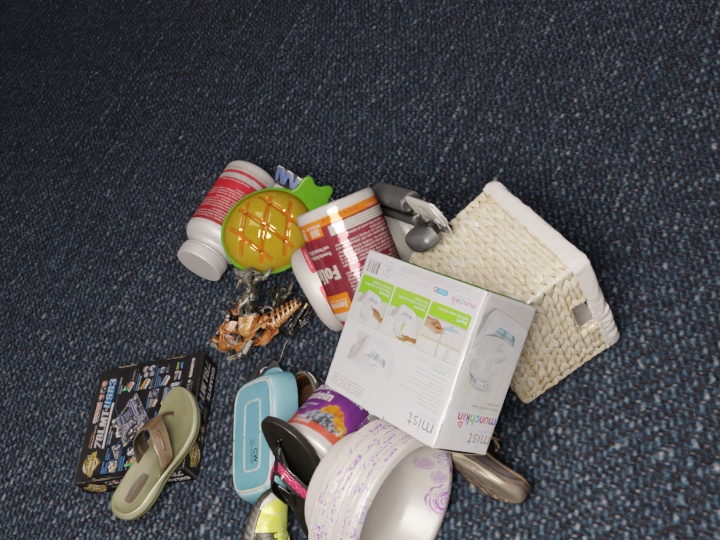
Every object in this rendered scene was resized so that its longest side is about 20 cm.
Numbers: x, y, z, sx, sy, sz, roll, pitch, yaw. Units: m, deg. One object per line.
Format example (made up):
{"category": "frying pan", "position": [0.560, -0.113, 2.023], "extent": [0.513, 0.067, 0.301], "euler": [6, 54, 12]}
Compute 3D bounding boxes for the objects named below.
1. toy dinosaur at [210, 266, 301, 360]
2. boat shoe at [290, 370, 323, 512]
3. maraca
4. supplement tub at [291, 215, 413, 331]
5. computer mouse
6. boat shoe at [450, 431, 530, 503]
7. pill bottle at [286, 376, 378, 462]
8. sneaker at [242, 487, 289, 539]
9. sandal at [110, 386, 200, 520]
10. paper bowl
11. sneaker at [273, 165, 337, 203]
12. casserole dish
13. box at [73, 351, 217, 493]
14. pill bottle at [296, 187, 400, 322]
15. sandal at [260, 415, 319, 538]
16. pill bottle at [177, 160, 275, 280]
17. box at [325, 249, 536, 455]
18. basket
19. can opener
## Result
{"category": "toy dinosaur", "position": [-0.158, 0.076, 1.298], "extent": [0.199, 0.102, 0.136], "euler": [-4, 56, 28]}
{"category": "boat shoe", "position": [-0.079, 0.235, 1.146], "extent": [0.071, 0.068, 0.201], "euler": [-11, 51, 19]}
{"category": "maraca", "position": [-0.127, -0.072, 1.333], "extent": [0.199, 0.107, 0.138], "euler": [-23, 86, -3]}
{"category": "supplement tub", "position": [0.009, -0.013, 1.251], "extent": [0.199, 0.141, 0.141], "euler": [-30, 45, 2]}
{"category": "computer mouse", "position": [-0.128, 0.127, 1.251], "extent": [0.058, 0.034, 0.201], "euler": [11, 71, 53]}
{"category": "boat shoe", "position": [0.135, 0.215, 1.043], "extent": [0.200, 0.075, 0.073], "euler": [29, 70, 40]}
{"category": "pill bottle", "position": [-0.011, 0.187, 1.097], "extent": [0.111, 0.112, 0.200], "euler": [12, 42, 35]}
{"category": "sneaker", "position": [-0.109, 0.376, 1.039], "extent": [0.076, 0.075, 0.201], "euler": [2, 71, 18]}
{"category": "sandal", "position": [-0.294, 0.256, 1.184], "extent": [0.079, 0.057, 0.202], "euler": [8, 59, 31]}
{"category": "paper bowl", "position": [0.014, 0.269, 0.971], "extent": [0.104, 0.201, 0.201], "euler": [19, 64, 37]}
{"category": "sneaker", "position": [-0.091, -0.085, 1.416], "extent": [0.199, 0.080, 0.116], "euler": [34, 97, 27]}
{"category": "casserole dish", "position": [-0.135, 0.229, 1.145], "extent": [0.121, 0.039, 0.201], "euler": [-26, 58, 43]}
{"category": "box", "position": [-0.332, 0.235, 1.290], "extent": [0.197, 0.050, 0.201], "euler": [-13, 50, 19]}
{"category": "pill bottle", "position": [0.000, 0.000, 1.124], "extent": [0.114, 0.201, 0.114], "euler": [-22, 5, 2]}
{"category": "sandal", "position": [-0.078, 0.271, 1.024], "extent": [0.075, 0.201, 0.045], "euler": [0, 25, 44]}
{"category": "pill bottle", "position": [-0.233, -0.086, 1.460], "extent": [0.112, 0.112, 0.201], "euler": [10, 58, 34]}
{"category": "box", "position": [0.072, 0.089, 0.950], "extent": [0.200, 0.096, 0.178], "euler": [20, 93, 49]}
{"category": "basket", "position": [0.200, 0.033, 1.077], "extent": [0.161, 0.198, 0.200], "euler": [-40, 46, -2]}
{"category": "can opener", "position": [0.056, -0.072, 1.102], "extent": [0.067, 0.053, 0.200], "euler": [-45, 25, -8]}
